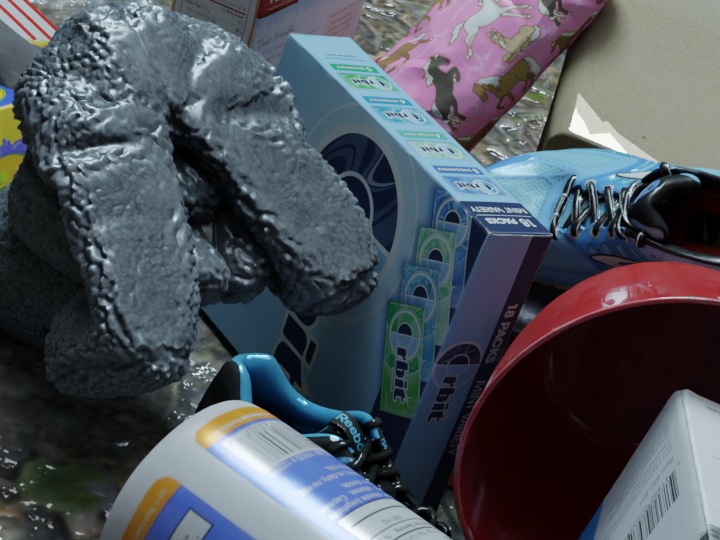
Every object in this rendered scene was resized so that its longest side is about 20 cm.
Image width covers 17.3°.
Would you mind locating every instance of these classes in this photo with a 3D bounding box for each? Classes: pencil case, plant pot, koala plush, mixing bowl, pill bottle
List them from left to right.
[{"bbox_3d":[-0.128,-0.022,1.185,0.177,0.200,0.184,-21,85,-38],"label":"koala plush"},{"bbox_3d":[-0.007,0.151,1.009,0.200,0.112,0.112,33,32,25],"label":"pill bottle"},{"bbox_3d":[0.066,-0.131,1.356,0.087,0.200,0.083,44,0,12],"label":"pencil case"},{"bbox_3d":[0.144,0.070,1.142,0.200,0.200,0.108,14,31,-7],"label":"mixing bowl"},{"bbox_3d":[0.186,-0.046,1.409,0.200,0.200,0.177,24,40,11],"label":"plant pot"}]

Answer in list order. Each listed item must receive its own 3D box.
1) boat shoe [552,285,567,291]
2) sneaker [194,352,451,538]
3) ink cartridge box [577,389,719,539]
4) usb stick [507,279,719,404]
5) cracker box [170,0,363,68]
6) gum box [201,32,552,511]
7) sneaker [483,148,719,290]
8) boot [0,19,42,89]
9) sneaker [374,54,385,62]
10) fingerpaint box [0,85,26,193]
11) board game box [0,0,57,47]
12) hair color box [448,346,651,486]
[{"bbox_3d":[0.103,0.002,1.326,0.200,0.065,0.072,4,38,28],"label":"boat shoe"},{"bbox_3d":[-0.004,0.115,1.105,0.200,0.082,0.073,32,29,21],"label":"sneaker"},{"bbox_3d":[0.145,0.170,1.017,0.084,0.145,0.200,24,26,-11],"label":"ink cartridge box"},{"bbox_3d":[0.122,0.036,1.241,0.200,0.033,0.055,21,21,5],"label":"usb stick"},{"bbox_3d":[-0.062,-0.103,1.335,0.058,0.200,0.134,26,28,19],"label":"cracker box"},{"bbox_3d":[0.000,0.000,1.218,0.045,0.170,0.200,0,33,-37],"label":"gum box"},{"bbox_3d":[0.143,-0.033,1.194,0.200,0.078,0.090,7,-15,23],"label":"sneaker"},{"bbox_3d":[-0.187,-0.116,1.354,0.200,0.070,0.132,58,40,-7],"label":"boot"},{"bbox_3d":[-0.037,-0.112,1.504,0.200,0.071,0.112,30,33,6],"label":"sneaker"},{"bbox_3d":[-0.293,-0.060,1.224,0.167,0.073,0.200,20,25,31],"label":"fingerpaint box"},{"bbox_3d":[-0.264,-0.136,1.441,0.151,0.046,0.200,-8,37,-40],"label":"board game box"},{"bbox_3d":[0.139,0.082,1.269,0.200,0.061,0.102,12,29,-10],"label":"hair color box"}]
